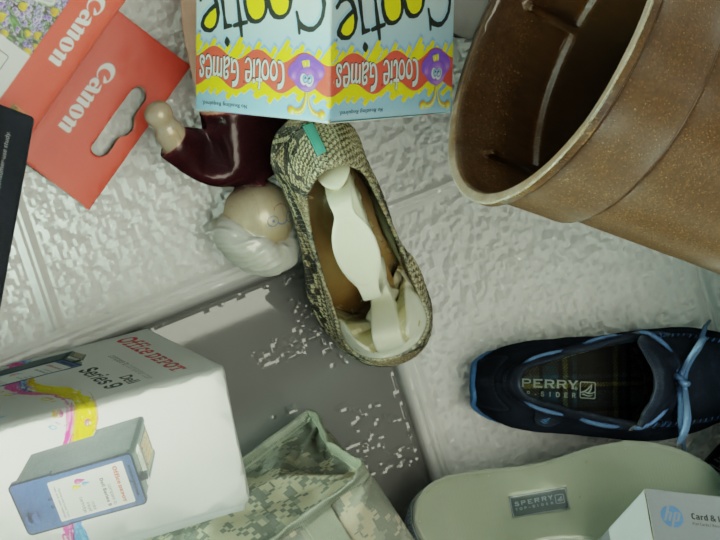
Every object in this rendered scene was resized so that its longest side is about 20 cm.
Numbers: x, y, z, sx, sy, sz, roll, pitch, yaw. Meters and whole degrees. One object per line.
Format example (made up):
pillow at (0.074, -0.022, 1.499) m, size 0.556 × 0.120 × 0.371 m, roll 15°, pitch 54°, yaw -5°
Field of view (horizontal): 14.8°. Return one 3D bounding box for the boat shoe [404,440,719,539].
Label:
boat shoe at (0.121, 0.147, 1.692) m, size 0.201 × 0.072 × 0.070 m, roll -4°, pitch 76°, yaw -12°

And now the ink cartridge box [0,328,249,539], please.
ink cartridge box at (-0.179, 0.104, 1.524) m, size 0.200 × 0.145 × 0.088 m, roll -13°, pitch 103°, yaw -19°

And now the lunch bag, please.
lunch bag at (-0.056, 0.208, 1.609) m, size 0.200 × 0.118 × 0.164 m, roll -35°, pitch 116°, yaw -7°

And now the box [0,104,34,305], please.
box at (-0.288, -0.033, 1.447) m, size 0.200 × 0.104 × 0.148 m, roll 21°, pitch 57°, yaw -23°

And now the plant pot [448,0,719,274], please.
plant pot at (0.182, -0.087, 1.475) m, size 0.198 × 0.200 × 0.200 m, roll 26°, pitch 89°, yaw -21°

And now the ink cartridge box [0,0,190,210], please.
ink cartridge box at (-0.192, -0.128, 1.530) m, size 0.200 × 0.050 × 0.109 m, roll 37°, pitch 84°, yaw -23°

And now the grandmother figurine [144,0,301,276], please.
grandmother figurine at (-0.069, -0.093, 1.579) m, size 0.121 × 0.061 × 0.200 m, roll -16°, pitch 106°, yaw -28°

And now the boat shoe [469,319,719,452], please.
boat shoe at (0.167, 0.076, 1.695) m, size 0.200 × 0.069 × 0.084 m, roll -8°, pitch 90°, yaw -23°

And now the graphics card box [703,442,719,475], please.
graphics card box at (0.293, 0.129, 1.765) m, size 0.200 × 0.051 × 0.125 m, roll -46°, pitch 120°, yaw -10°

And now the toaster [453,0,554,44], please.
toaster at (0.098, -0.213, 1.597) m, size 0.181 × 0.119 × 0.200 m, roll -1°, pitch 100°, yaw -21°

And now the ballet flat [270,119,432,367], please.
ballet flat at (0.000, 0.000, 1.585) m, size 0.068 × 0.075 × 0.200 m, roll -23°, pitch 129°, yaw -3°

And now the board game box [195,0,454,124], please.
board game box at (-0.019, -0.185, 1.502) m, size 0.103 × 0.105 × 0.200 m, roll -9°, pitch 103°, yaw -48°

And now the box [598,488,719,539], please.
box at (0.199, 0.203, 1.676) m, size 0.156 × 0.200 × 0.041 m, roll 8°, pitch 53°, yaw -20°
